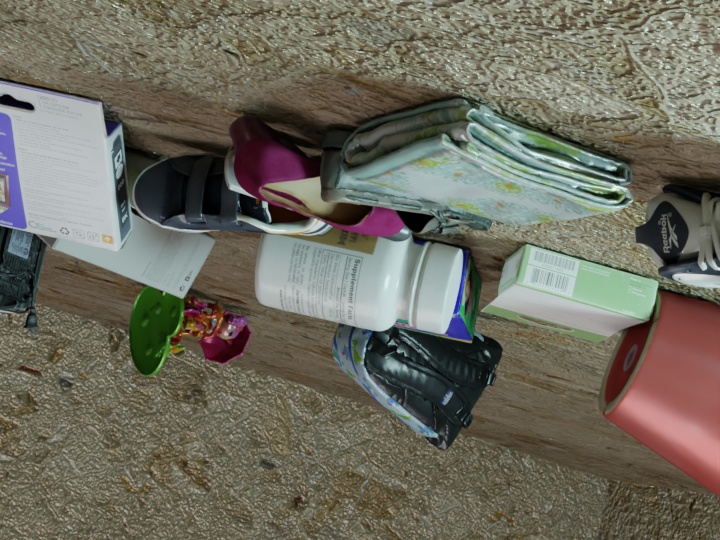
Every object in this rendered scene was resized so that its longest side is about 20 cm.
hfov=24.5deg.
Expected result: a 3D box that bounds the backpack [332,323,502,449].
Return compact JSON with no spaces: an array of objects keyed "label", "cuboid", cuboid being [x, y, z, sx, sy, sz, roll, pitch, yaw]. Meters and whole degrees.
[{"label":"backpack","cuboid":[0.060,0.112,2.145,0.153,0.164,0.199,27,177,45]}]

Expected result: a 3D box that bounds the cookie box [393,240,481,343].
[{"label":"cookie box","cuboid":[0.045,0.016,1.860,0.169,0.076,0.200,11,172,11]}]

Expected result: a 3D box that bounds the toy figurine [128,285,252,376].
[{"label":"toy figurine","cuboid":[-0.261,0.093,2.757,0.182,0.152,0.200,4,153,-32]}]

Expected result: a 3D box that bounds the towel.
[{"label":"towel","cuboid":[0.097,-0.078,1.306,0.170,0.049,0.200,19,170,-24]}]

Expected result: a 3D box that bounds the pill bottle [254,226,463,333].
[{"label":"pill bottle","cuboid":[0.000,0.000,1.708,0.198,0.116,0.114,13,171,11]}]

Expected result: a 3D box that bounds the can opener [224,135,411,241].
[{"label":"can opener","cuboid":[-0.033,-0.074,1.511,0.199,0.053,0.066,19,168,-28]}]

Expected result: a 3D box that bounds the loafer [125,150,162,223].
[{"label":"loafer","cuboid":[-0.283,-0.100,1.692,0.198,0.068,0.076,14,171,-1]}]

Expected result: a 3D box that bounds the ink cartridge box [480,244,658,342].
[{"label":"ink cartridge box","cuboid":[0.216,0.027,1.751,0.144,0.048,0.200,15,171,-4]}]

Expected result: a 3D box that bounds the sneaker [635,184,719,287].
[{"label":"sneaker","cuboid":[0.268,-0.027,1.242,0.128,0.080,0.199,3,178,14]}]

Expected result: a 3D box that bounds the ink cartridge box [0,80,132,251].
[{"label":"ink cartridge box","cuboid":[-0.324,-0.118,1.606,0.196,0.044,0.201,13,139,9]}]

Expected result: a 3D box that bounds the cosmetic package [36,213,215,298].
[{"label":"cosmetic package","cuboid":[-0.272,-0.049,1.838,0.107,0.085,0.199,36,-173,41]}]

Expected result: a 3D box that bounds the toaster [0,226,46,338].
[{"label":"toaster","cuboid":[-0.442,-0.046,1.858,0.118,0.202,0.180,1,166,37]}]

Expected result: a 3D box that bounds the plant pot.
[{"label":"plant pot","cuboid":[0.353,0.121,1.709,0.176,0.202,0.200,24,170,-3]}]

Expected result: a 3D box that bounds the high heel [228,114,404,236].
[{"label":"high heel","cuboid":[-0.031,-0.057,1.432,0.199,0.068,0.097,24,-152,-32]}]

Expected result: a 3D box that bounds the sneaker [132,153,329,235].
[{"label":"sneaker","cuboid":[-0.121,-0.074,1.575,0.198,0.079,0.079,3,175,0]}]

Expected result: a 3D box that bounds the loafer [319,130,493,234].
[{"label":"loafer","cuboid":[0.038,-0.061,1.441,0.199,0.064,0.071,22,167,-39]}]
